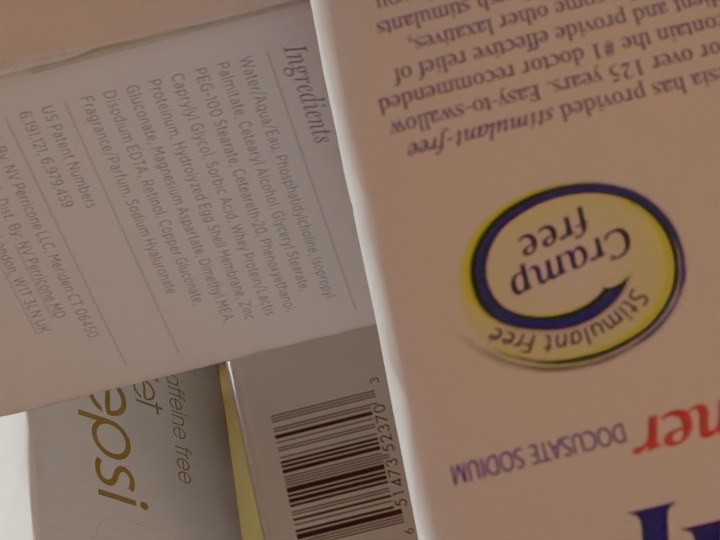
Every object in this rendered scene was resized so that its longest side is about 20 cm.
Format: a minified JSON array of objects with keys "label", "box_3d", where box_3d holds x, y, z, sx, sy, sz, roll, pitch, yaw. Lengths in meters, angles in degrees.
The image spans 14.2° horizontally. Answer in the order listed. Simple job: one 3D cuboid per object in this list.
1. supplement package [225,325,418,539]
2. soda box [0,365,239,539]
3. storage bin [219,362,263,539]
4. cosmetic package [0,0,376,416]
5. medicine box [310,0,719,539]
[{"label":"supplement package","box_3d":[0.053,0.054,0.743,0.111,0.155,0.201,67,-170,-72]},{"label":"soda box","box_3d":[-0.079,0.040,0.754,0.064,0.068,0.200,21,-141,-31]},{"label":"storage bin","box_3d":[0.046,0.099,0.839,0.094,0.199,0.199,72,-174,-72]},{"label":"cosmetic package","box_3d":[-0.012,-0.100,0.626,0.123,0.199,0.200,69,-172,-56]},{"label":"medicine box","box_3d":[0.065,0.044,0.498,0.182,0.103,0.200,73,-175,-55]}]
